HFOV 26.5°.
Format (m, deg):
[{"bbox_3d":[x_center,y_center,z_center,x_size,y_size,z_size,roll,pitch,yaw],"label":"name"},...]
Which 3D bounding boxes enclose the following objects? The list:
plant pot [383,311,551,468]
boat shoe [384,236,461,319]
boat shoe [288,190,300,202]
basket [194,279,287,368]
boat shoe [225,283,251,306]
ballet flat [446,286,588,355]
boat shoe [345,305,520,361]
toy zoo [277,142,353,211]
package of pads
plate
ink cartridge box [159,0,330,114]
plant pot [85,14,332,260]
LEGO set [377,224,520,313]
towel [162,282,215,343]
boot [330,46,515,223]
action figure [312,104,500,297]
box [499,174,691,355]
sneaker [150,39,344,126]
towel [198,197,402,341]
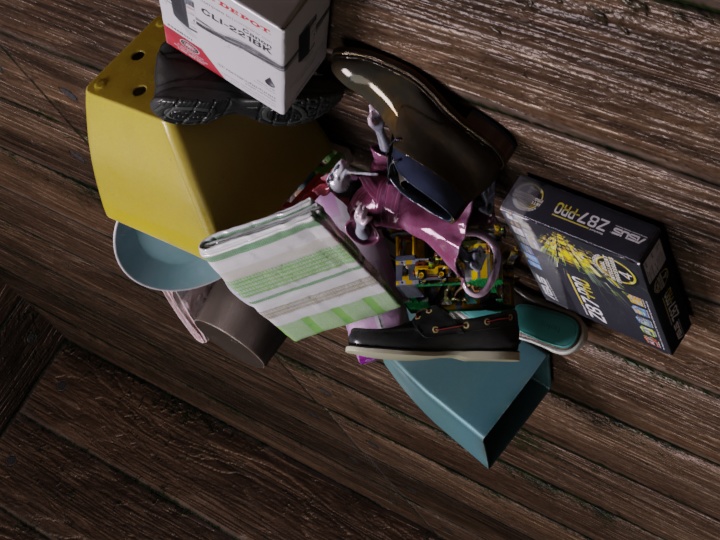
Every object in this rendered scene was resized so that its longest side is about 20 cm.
[{"bbox_3d":[0.129,0.130,2.013,0.199,0.142,0.142,35,166,20],"label":"plant pot"},{"bbox_3d":[0.051,0.015,1.940,0.199,0.064,0.071,34,165,-3],"label":"boat shoe"},{"bbox_3d":[-0.094,-0.050,1.845,0.075,0.202,0.072,1,-173,2],"label":"boat shoe"},{"bbox_3d":[-0.121,0.016,2.029,0.135,0.201,0.181,28,165,17],"label":"basket"},{"bbox_3d":[-0.076,0.024,1.921,0.198,0.073,0.071,14,-178,21],"label":"boat shoe"},{"bbox_3d":[0.179,0.048,1.802,0.199,0.070,0.070,25,163,25],"label":"ballet flat"},{"bbox_3d":[0.081,0.071,1.702,0.199,0.064,0.074,0,176,-11],"label":"boat shoe"},{"bbox_3d":[-0.118,-0.084,1.718,0.131,0.200,0.021,21,146,35],"label":"toy zoo"},{"bbox_3d":[0.000,0.000,1.799,0.121,0.075,0.202,80,172,-74],"label":"package of pads"},{"bbox_3d":[-0.205,-0.059,1.846,0.200,0.200,0.026,50,-175,-47],"label":"plate"},{"bbox_3d":[-0.107,-0.247,1.414,0.144,0.084,0.200,32,164,6],"label":"ink cartridge box"},{"bbox_3d":[-0.182,-0.160,1.665,0.199,0.200,0.177,22,149,34],"label":"plant pot"},{"bbox_3d":[0.101,-0.026,1.688,0.152,0.117,0.200,-5,166,18],"label":"LEGO set"},{"bbox_3d":[-0.187,-0.024,2.046,0.032,0.201,0.191,24,161,21],"label":"towel"},{"bbox_3d":[0.040,-0.130,1.450,0.199,0.097,0.075,31,165,7],"label":"boot"},{"bbox_3d":[0.047,-0.073,1.568,0.198,0.135,0.149,13,158,28],"label":"action figure"},{"bbox_3d":[0.238,-0.005,1.531,0.160,0.049,0.200,27,164,31],"label":"box"},{"bbox_3d":[-0.112,-0.196,1.538,0.198,0.092,0.076,1,163,-18],"label":"sneaker"},{"bbox_3d":[-0.062,0.002,1.636,0.148,0.031,0.200,-17,143,22],"label":"towel"}]
